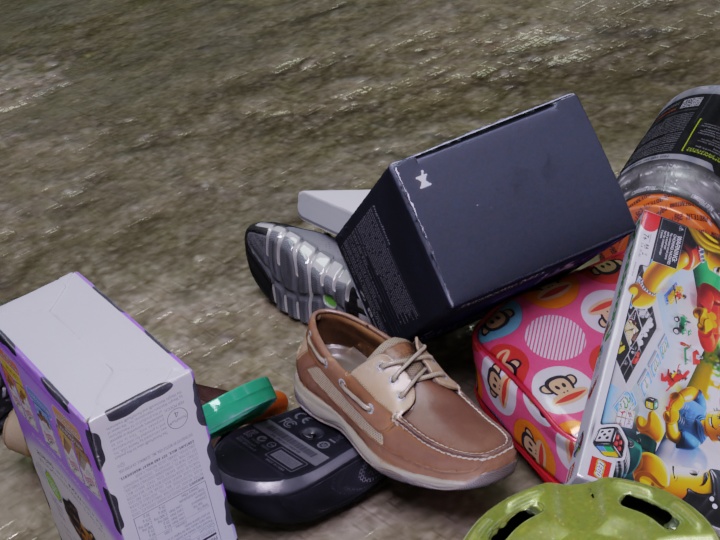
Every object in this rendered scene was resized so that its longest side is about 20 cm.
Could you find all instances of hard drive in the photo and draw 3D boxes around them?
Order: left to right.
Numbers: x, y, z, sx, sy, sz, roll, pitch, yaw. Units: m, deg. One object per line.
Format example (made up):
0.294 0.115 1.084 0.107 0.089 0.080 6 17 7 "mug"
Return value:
0.064 -0.046 1.198 0.198 0.027 0.132 -3 16 -30 "hard drive"

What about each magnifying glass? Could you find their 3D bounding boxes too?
-0.083 0.099 0.975 0.079 0.023 0.200 -30 -5 7 "magnifying glass"

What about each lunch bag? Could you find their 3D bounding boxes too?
0.193 0.071 0.968 0.198 0.083 0.176 -21 40 -19 "lunch bag"

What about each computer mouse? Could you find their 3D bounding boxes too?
-0.015 0.132 0.980 0.199 0.053 0.138 -17 30 -32 "computer mouse"

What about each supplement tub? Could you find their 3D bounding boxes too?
0.268 -0.057 1.132 0.121 0.124 0.200 6 33 28 "supplement tub"

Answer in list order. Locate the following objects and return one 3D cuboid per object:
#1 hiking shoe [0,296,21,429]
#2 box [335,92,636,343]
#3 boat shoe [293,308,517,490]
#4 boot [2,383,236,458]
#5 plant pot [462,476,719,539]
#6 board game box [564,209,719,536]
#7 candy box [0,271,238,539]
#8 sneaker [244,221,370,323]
-0.313 0.079 1.157 0.100 0.076 0.200 -4 20 30 "hiking shoe"
0.081 -0.026 1.002 0.147 0.105 0.200 -22 -7 -15 "box"
0.023 0.082 0.935 0.075 0.073 0.199 -21 32 -38 "boat shoe"
-0.169 0.095 1.095 0.164 0.073 0.201 7 31 6 "boot"
0.113 0.208 0.656 0.198 0.192 0.201 -8 30 5 "plant pot"
0.213 0.070 0.893 0.125 0.035 0.201 20 61 1 "board game box"
-0.148 0.126 0.873 0.071 0.202 0.167 -26 33 -24 "candy box"
0.000 0.000 1.188 0.115 0.076 0.199 -27 42 -37 "sneaker"
